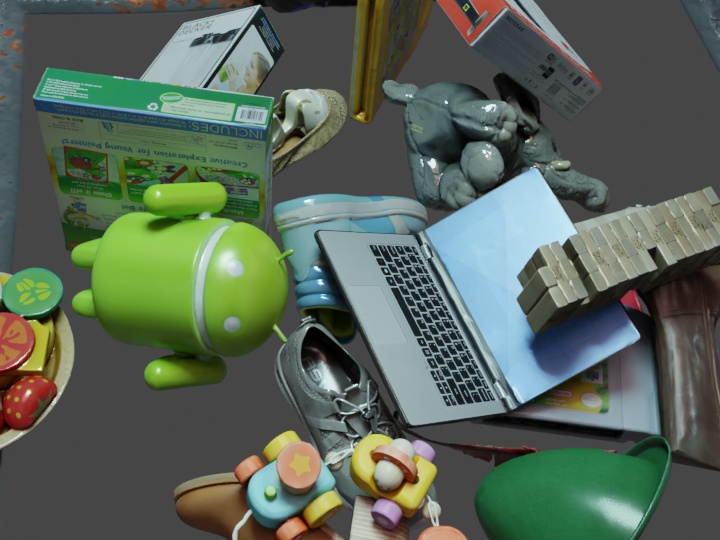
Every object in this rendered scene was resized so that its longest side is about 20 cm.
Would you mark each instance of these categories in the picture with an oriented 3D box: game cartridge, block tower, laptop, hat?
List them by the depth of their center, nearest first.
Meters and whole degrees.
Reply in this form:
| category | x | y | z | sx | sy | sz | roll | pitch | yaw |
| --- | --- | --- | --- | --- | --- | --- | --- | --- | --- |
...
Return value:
| category | x | y | z | sx | sy | sz | roll | pitch | yaw |
| --- | --- | --- | --- | --- | --- | --- | --- | --- | --- |
| hat | 0.106 | 0.154 | 0.784 | 0.175 | 0.201 | 0.166 | 36 | 40 | 4 |
| block tower | 0.224 | -0.011 | 0.863 | 0.198 | 0.058 | 0.055 | -19 | 69 | -22 |
| laptop | 0.097 | 0.013 | 0.864 | 0.198 | 0.116 | 0.189 | 1 | 53 | -45 |
| game cartridge | 0.172 | 0.079 | 0.929 | 0.197 | 0.041 | 0.135 | 7 | 57 | -4 |
| game cartridge | 0.043 | -0.287 | 1.125 | 0.032 | 0.177 | 0.201 | 21 | 53 | 12 |

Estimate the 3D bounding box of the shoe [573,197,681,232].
| category | x | y | z | sx | sy | sz | roll | pitch | yaw |
| --- | --- | --- | --- | --- | --- | --- | --- | --- | --- |
| shoe | 0.253 | -0.039 | 1.023 | 0.198 | 0.070 | 0.054 | -20 | 64 | -17 |

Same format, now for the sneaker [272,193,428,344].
| category | x | y | z | sx | sy | sz | roll | pitch | yaw |
| --- | --- | --- | --- | --- | --- | --- | --- | --- | --- |
| sneaker | 0.000 | 0.000 | 0.962 | 0.199 | 0.079 | 0.133 | -3 | 82 | -50 |

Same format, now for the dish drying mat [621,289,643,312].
| category | x | y | z | sx | sy | sz | roll | pitch | yaw |
| --- | --- | --- | --- | --- | --- | --- | --- | --- | --- |
| dish drying mat | 0.176 | 0.060 | 0.972 | 0.197 | 0.018 | 0.078 | -6 | 57 | -12 |

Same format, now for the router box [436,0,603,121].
| category | x | y | z | sx | sy | sz | roll | pitch | yaw |
| --- | --- | --- | --- | --- | --- | --- | --- | --- | --- |
| router box | 0.136 | -0.256 | 1.028 | 0.199 | 0.049 | 0.181 | 20 | 34 | -49 |

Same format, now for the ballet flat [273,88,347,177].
| category | x | y | z | sx | sy | sz | roll | pitch | yaw |
| --- | --- | --- | --- | --- | --- | --- | --- | --- | --- |
| ballet flat | -0.080 | -0.145 | 1.074 | 0.070 | 0.066 | 0.200 | 33 | 56 | 18 |

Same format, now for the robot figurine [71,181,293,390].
| category | x | y | z | sx | sy | sz | roll | pitch | yaw |
| --- | --- | --- | --- | --- | --- | --- | --- | --- | --- |
| robot figurine | -0.151 | 0.012 | 0.897 | 0.197 | 0.178 | 0.116 | 6 | 10 | 19 |

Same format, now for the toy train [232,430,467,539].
| category | x | y | z | sx | sy | sz | roll | pitch | yaw |
| --- | --- | --- | --- | --- | --- | --- | --- | --- | --- |
| toy train | 0.001 | 0.183 | 0.746 | 0.197 | 0.056 | 0.152 | 8 | 56 | -6 |

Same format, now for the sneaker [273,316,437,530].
| category | x | y | z | sx | sy | sz | roll | pitch | yaw |
| --- | --- | --- | --- | --- | --- | --- | --- | --- | --- |
| sneaker | -0.008 | 0.127 | 0.856 | 0.074 | 0.082 | 0.200 | -31 | 67 | -26 |

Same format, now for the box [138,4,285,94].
| category | x | y | z | sx | sy | sz | roll | pitch | yaw |
| --- | --- | --- | --- | --- | --- | --- | --- | --- | --- |
| box | -0.172 | -0.183 | 1.066 | 0.115 | 0.060 | 0.201 | -3 | 44 | 34 |

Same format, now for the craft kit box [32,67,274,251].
| category | x | y | z | sx | sy | sz | roll | pitch | yaw |
| --- | --- | --- | --- | --- | --- | --- | --- | --- | --- |
| craft kit box | -0.177 | -0.081 | 0.931 | 0.197 | 0.199 | 0.049 | 8 | 48 | 0 |

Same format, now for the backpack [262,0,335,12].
| category | x | y | z | sx | sy | sz | roll | pitch | yaw |
| --- | --- | --- | --- | --- | --- | --- | --- | --- | --- |
| backpack | -0.046 | -0.388 | 1.187 | 0.167 | 0.199 | 0.164 | -33 | 105 | -33 |

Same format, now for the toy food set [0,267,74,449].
| category | x | y | z | sx | sy | sz | roll | pitch | yaw |
| --- | --- | --- | --- | --- | --- | --- | --- | --- | --- |
| toy food set | -0.347 | 0.072 | 0.888 | 0.197 | 0.049 | 0.200 | 0 | 52 | -5 |

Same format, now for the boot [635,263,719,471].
| category | x | y | z | sx | sy | sz | roll | pitch | yaw |
| --- | --- | --- | --- | --- | --- | --- | --- | --- | --- |
| boot | 0.317 | 0.088 | 0.937 | 0.184 | 0.064 | 0.203 | 10 | 63 | -36 |

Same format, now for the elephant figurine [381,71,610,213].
| category | x | y | z | sx | sy | sz | roll | pitch | yaw |
| --- | --- | --- | --- | --- | --- | --- | --- | --- | --- |
| elephant figurine | 0.143 | -0.125 | 1.053 | 0.198 | 0.158 | 0.140 | -10 | 6 | -44 |

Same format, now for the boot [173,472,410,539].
| category | x | y | z | sx | sy | sz | roll | pitch | yaw |
| --- | --- | --- | --- | --- | --- | --- | --- | --- | --- |
| boot | -0.063 | 0.241 | 0.777 | 0.197 | 0.074 | 0.157 | 6 | 62 | 12 |
